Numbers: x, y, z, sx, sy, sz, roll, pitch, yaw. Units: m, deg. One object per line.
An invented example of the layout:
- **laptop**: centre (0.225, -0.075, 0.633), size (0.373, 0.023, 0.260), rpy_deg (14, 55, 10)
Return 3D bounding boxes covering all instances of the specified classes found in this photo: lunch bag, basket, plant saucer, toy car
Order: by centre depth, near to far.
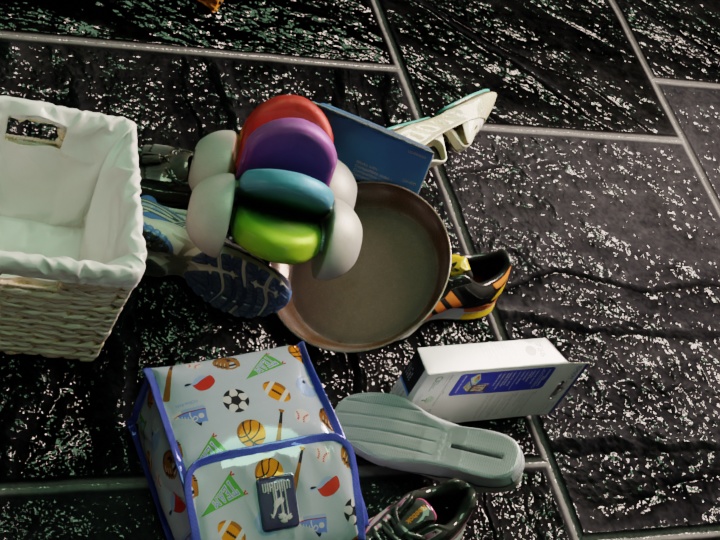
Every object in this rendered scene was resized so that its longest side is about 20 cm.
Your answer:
- **lunch bag**: centre (-0.100, 0.177, 1.288), size (0.169, 0.124, 0.201), rpy_deg (-8, 54, -23)
- **basket**: centre (-0.317, -0.036, 1.343), size (0.196, 0.161, 0.201), rpy_deg (7, 48, -21)
- **toy car**: centre (-0.078, -0.093, 1.428), size (0.173, 0.151, 0.201), rpy_deg (13, 32, -13)
- **plant saucer**: centre (0.000, 0.000, 1.503), size (0.198, 0.032, 0.202), rpy_deg (-6, 61, 10)

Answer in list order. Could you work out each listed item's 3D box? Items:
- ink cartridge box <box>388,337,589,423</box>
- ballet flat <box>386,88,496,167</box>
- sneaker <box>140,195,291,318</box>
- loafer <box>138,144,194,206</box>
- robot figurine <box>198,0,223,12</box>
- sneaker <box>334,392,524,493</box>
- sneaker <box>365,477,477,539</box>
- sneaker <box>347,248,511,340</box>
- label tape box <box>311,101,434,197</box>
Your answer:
- **ink cartridge box**: centre (0.131, 0.116, 1.479), size (0.198, 0.100, 0.039), rpy_deg (-1, 51, -28)
- **ballet flat**: centre (0.098, -0.162, 1.739), size (0.199, 0.067, 0.063), rpy_deg (-25, 81, -31)
- **sneaker**: centre (-0.157, -0.025, 1.476), size (0.199, 0.077, 0.086), rpy_deg (25, 41, -5)
- **loafer**: centre (-0.177, -0.105, 1.541), size (0.198, 0.063, 0.072), rpy_deg (14, 47, -15)
- **robot figurine**: centre (-0.184, -0.411, 1.806), size (0.144, 0.058, 0.201), rpy_deg (28, 45, -3)
- **sneaker**: centre (0.066, 0.180, 1.411), size (0.198, 0.071, 0.073), rpy_deg (17, 63, 20)
- **sneaker**: centre (0.032, 0.245, 1.325), size (0.080, 0.087, 0.199), rpy_deg (45, 47, 16)
- **sneaker**: centre (0.076, 0.015, 1.544), size (0.199, 0.090, 0.070), rpy_deg (-11, 57, -33)
- **label tape box**: centre (0.005, -0.131, 1.573), size (0.143, 0.064, 0.200), rpy_deg (22, 7, 0)
